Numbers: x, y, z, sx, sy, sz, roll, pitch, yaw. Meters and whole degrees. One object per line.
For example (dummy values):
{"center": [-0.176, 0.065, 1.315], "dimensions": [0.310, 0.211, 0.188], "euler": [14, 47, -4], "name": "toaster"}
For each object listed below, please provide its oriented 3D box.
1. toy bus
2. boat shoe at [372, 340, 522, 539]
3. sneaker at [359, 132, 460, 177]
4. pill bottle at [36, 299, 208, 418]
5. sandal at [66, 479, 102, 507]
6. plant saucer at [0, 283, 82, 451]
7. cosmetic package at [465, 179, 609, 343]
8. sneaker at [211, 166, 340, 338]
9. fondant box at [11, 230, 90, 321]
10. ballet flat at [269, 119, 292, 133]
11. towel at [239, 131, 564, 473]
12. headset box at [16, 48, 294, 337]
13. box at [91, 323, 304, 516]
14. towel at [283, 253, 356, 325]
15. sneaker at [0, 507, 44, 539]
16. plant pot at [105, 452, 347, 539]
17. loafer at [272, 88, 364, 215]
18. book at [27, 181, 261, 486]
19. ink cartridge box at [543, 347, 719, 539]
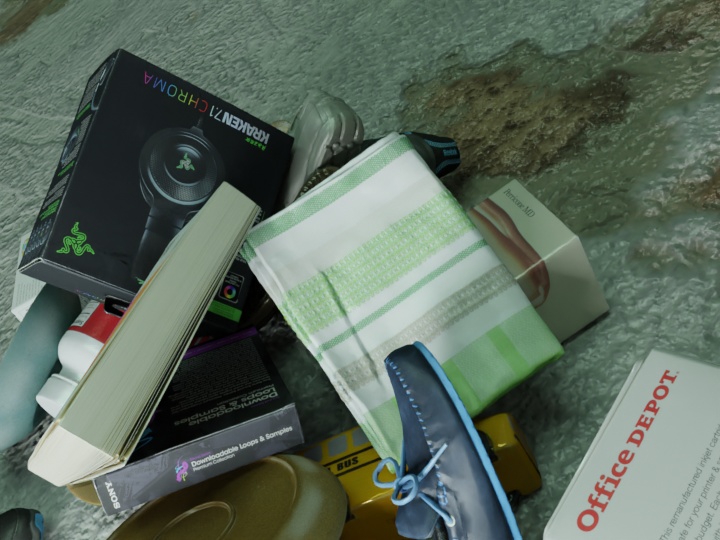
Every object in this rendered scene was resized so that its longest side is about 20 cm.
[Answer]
{"center": [0.022, 0.150, 0.632], "dimensions": [0.199, 0.065, 0.079], "euler": [-25, 38, 12], "name": "toy bus"}
{"center": [0.051, 0.143, 0.528], "dimensions": [0.068, 0.084, 0.201], "euler": [-22, 79, -4], "name": "boat shoe"}
{"center": [0.010, -0.095, 0.889], "dimensions": [0.199, 0.074, 0.082], "euler": [0, 14, 45], "name": "sneaker"}
{"center": [-0.210, 0.062, 0.844], "dimensions": [0.112, 0.112, 0.201], "euler": [8, 56, 40], "name": "pill bottle"}
{"center": [-0.155, 0.151, 0.765], "dimensions": [0.199, 0.054, 0.081], "euler": [-21, 58, -8], "name": "sandal"}
{"center": [-0.316, 0.097, 0.877], "dimensions": [0.201, 0.038, 0.202], "euler": [-158, 90, -83], "name": "plant saucer"}
{"center": [0.076, 0.034, 0.693], "dimensions": [0.199, 0.087, 0.103], "euler": [-35, 38, -1], "name": "cosmetic package"}
{"center": [-0.057, -0.001, 0.814], "dimensions": [0.200, 0.075, 0.071], "euler": [-47, 47, 15], "name": "sneaker"}
{"center": [-0.307, -0.027, 1.044], "dimensions": [0.199, 0.058, 0.145], "euler": [-28, 40, 7], "name": "fondant box"}
{"center": [-0.128, -0.068, 0.903], "dimensions": [0.200, 0.068, 0.067], "euler": [-51, -11, 30], "name": "ballet flat"}
{"center": [0.024, 0.015, 0.613], "dimensions": [0.149, 0.031, 0.201], "euler": [-35, 72, -2], "name": "towel"}
{"center": [-0.174, -0.052, 0.762], "dimensions": [0.093, 0.173, 0.201], "euler": [-11, 59, 57], "name": "headset box"}
{"center": [-0.131, 0.105, 0.681], "dimensions": [0.142, 0.036, 0.200], "euler": [-19, 15, -10], "name": "box"}
{"center": [0.000, 0.000, 0.740], "dimensions": [0.143, 0.023, 0.200], "euler": [-34, -2, -3], "name": "towel"}
{"center": [-0.372, 0.263, 0.778], "dimensions": [0.199, 0.082, 0.073], "euler": [-30, 38, 4], "name": "sneaker"}
{"center": [-0.103, 0.176, 0.564], "dimensions": [0.199, 0.028, 0.200], "euler": [-23, 16, 7], "name": "plant pot"}
{"center": [-0.060, -0.077, 0.851], "dimensions": [0.070, 0.070, 0.201], "euler": [49, 123, 34], "name": "loafer"}
{"center": [-0.151, 0.044, 0.610], "dimensions": [0.133, 0.048, 0.201], "euler": [-33, 27, 54], "name": "book"}
{"center": [0.224, 0.144, 0.481], "dimensions": [0.199, 0.084, 0.146], "euler": [16, 61, 44], "name": "ink cartridge box"}
